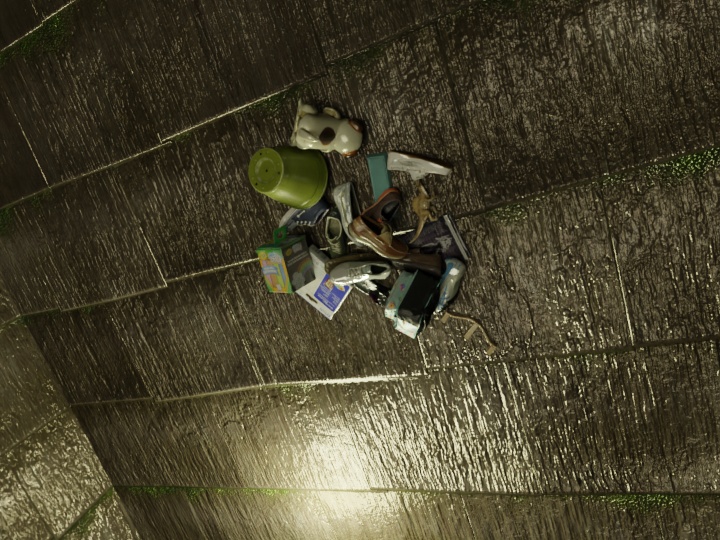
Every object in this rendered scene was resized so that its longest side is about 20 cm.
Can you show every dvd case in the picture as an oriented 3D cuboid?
[{"bbox_3d":[0.222,-0.071,1.659,0.198,0.016,0.150,-24,100,32],"label":"dvd case"}]

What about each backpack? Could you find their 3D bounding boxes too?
[{"bbox_3d":[0.158,0.107,1.659,0.151,0.178,0.201,19,158,17],"label":"backpack"}]

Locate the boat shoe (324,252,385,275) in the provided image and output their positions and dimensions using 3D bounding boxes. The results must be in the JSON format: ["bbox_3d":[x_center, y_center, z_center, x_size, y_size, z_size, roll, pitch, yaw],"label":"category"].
[{"bbox_3d":[-0.019,-0.027,1.745,0.197,0.066,0.073,-6,112,-3],"label":"boat shoe"}]

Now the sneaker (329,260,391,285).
[{"bbox_3d":[0.000,0.000,1.670,0.197,0.080,0.072,-10,86,-4],"label":"sneaker"}]

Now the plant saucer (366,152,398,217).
[{"bbox_3d":[0.065,-0.255,1.648,0.069,0.019,0.203,-2,110,25],"label":"plant saucer"}]

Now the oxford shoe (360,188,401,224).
[{"bbox_3d":[0.048,-0.156,1.624,0.071,0.073,0.201,30,112,-23],"label":"oxford shoe"}]

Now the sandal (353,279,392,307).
[{"bbox_3d":[0.062,0.083,1.748,0.199,0.048,0.075,28,129,-16],"label":"sandal"}]

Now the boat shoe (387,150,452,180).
[{"bbox_3d":[0.167,-0.293,1.552,0.198,0.071,0.070,20,111,26],"label":"boat shoe"}]

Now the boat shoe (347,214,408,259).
[{"bbox_3d":[0.060,-0.100,1.586,0.198,0.076,0.074,23,132,-22],"label":"boat shoe"}]

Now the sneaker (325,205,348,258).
[{"bbox_3d":[-0.083,-0.104,1.738,0.066,0.090,0.203,11,116,18],"label":"sneaker"}]

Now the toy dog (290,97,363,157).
[{"bbox_3d":[-0.088,-0.405,1.563,0.197,0.194,0.142,9,105,-16],"label":"toy dog"}]

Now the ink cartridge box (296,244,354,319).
[{"bbox_3d":[-0.133,0.043,1.849,0.197,0.047,0.201,39,135,4],"label":"ink cartridge box"}]

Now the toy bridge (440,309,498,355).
[{"bbox_3d":[0.352,0.186,1.707,0.199,0.027,0.068,35,121,6],"label":"toy bridge"}]

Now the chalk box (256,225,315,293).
[{"bbox_3d":[-0.248,-0.043,1.766,0.122,0.124,0.203,1,112,38],"label":"chalk box"}]

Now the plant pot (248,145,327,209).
[{"bbox_3d":[-0.231,-0.291,1.630,0.198,0.192,0.204,2,94,28],"label":"plant pot"}]

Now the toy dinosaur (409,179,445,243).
[{"bbox_3d":[0.196,-0.179,1.611,0.100,0.058,0.203,12,110,36],"label":"toy dinosaur"}]

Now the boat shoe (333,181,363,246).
[{"bbox_3d":[-0.021,-0.175,1.691,0.064,0.074,0.205,-15,98,33],"label":"boat shoe"}]

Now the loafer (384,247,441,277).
[{"bbox_3d":[0.165,-0.034,1.662,0.198,0.072,0.073,15,162,27],"label":"loafer"}]

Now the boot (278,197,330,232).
[{"bbox_3d":[-0.185,-0.170,1.758,0.091,0.072,0.200,52,123,13],"label":"boot"}]

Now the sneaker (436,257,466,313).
[{"bbox_3d":[0.267,0.046,1.661,0.072,0.071,0.202,37,132,29],"label":"sneaker"}]
